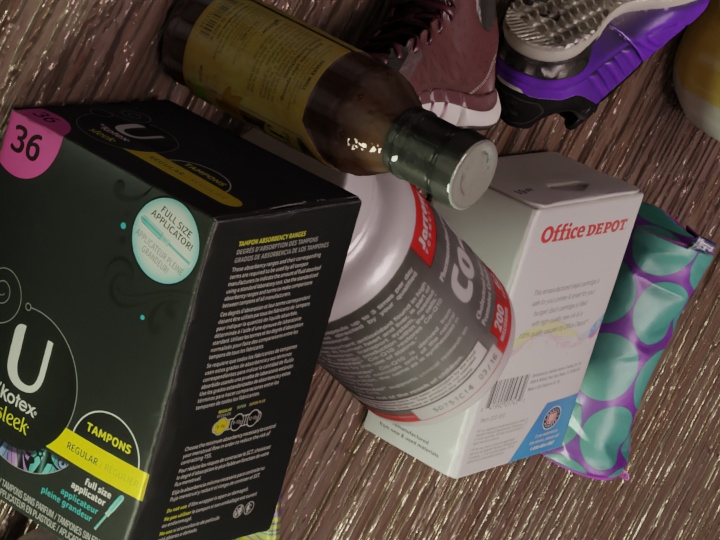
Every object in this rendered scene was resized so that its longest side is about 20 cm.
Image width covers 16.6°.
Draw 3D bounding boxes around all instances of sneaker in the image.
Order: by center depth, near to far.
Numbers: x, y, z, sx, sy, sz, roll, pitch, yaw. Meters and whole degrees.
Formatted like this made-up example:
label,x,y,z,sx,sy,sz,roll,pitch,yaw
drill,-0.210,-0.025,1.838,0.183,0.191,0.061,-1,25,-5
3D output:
label,x,y,z,sx,sy,sz,roll,pitch,yaw
sneaker,0.019,-0.143,1.458,0.200,0.076,0.116,-6,106,-57
sneaker,0.155,-0.149,1.651,0.200,0.070,0.100,-25,140,-40

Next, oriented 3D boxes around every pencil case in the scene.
label,x,y,z,sx,sy,sz,roll,pitch,yaw
pencil case,0.194,0.053,1.836,0.092,0.085,0.200,18,101,-25

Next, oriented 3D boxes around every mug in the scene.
label,x,y,z,sx,sy,sz,roll,pitch,yaw
mug,0.316,-0.153,1.794,0.149,0.153,0.187,-26,133,-44

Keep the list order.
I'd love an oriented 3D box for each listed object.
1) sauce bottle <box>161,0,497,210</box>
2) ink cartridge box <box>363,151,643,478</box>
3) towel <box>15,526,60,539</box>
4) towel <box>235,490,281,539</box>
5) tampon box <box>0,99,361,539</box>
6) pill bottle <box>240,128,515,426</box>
label,x,y,z,sx,sy,sz,roll,pitch,yaw
sauce bottle,-0.017,-0.090,1.303,0.065,0.200,0.065,-34,139,-35
ink cartridge box,0.099,0.025,1.676,0.144,0.085,0.200,-9,122,-54
towel,-0.152,0.210,1.496,0.200,0.032,0.191,-27,135,-44
towel,-0.074,0.116,1.410,0.023,0.144,0.200,0,100,-18
tampon box,-0.115,0.029,1.297,0.126,0.150,0.200,-10,121,-53
pill bottle,0.000,0.000,1.435,0.114,0.114,0.200,-56,139,-10
